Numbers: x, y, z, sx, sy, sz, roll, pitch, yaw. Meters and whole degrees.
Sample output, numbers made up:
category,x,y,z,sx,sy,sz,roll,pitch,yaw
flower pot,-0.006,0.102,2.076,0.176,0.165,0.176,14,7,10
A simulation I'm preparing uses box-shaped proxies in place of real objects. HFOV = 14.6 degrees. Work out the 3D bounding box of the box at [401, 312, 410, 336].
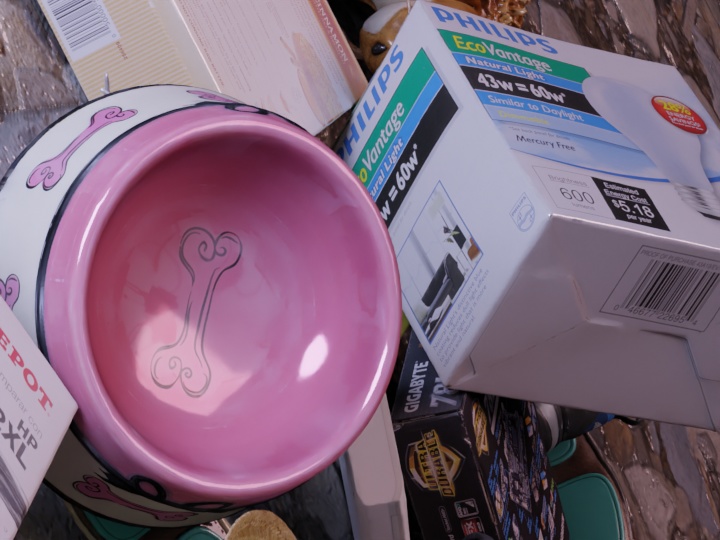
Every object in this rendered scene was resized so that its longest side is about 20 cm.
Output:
category,x,y,z,sx,sy,sz,roll,pitch,yaw
box,0.000,0.000,1.638,0.076,0.050,0.200,64,23,-11

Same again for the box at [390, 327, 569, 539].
category,x,y,z,sx,sy,sz,roll,pitch,yaw
box,0.072,0.120,1.603,0.200,0.049,0.199,-76,151,-62

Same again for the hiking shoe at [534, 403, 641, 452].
category,x,y,z,sx,sy,sz,roll,pitch,yaw
hiking shoe,0.099,0.018,1.762,0.086,0.074,0.201,-15,75,-25

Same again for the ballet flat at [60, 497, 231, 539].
category,x,y,z,sx,sy,sz,roll,pitch,yaw
ballet flat,-0.099,0.116,1.306,0.200,0.069,0.070,60,24,-17

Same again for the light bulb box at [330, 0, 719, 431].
category,x,y,z,sx,sy,sz,roll,pitch,yaw
light bulb box,0.115,-0.030,1.574,0.198,0.125,0.200,11,34,-33

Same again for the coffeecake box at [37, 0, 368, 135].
category,x,y,z,sx,sy,sz,roll,pitch,yaw
coffeecake box,-0.084,-0.130,1.549,0.154,0.073,0.200,63,23,-7

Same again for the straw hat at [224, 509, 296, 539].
category,x,y,z,sx,sy,sz,roll,pitch,yaw
straw hat,-0.073,0.208,1.236,0.201,0.085,0.202,-7,90,-73

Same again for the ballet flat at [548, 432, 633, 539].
category,x,y,z,sx,sy,sz,roll,pitch,yaw
ballet flat,0.132,0.134,1.786,0.068,0.068,0.201,41,31,-67

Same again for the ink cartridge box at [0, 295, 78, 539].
category,x,y,z,sx,sy,sz,roll,pitch,yaw
ink cartridge box,-0.203,0.065,1.091,0.145,0.083,0.200,57,24,-20

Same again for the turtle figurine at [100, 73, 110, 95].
category,x,y,z,sx,sy,sz,roll,pitch,yaw
turtle figurine,-0.107,-0.008,1.362,0.200,0.101,0.150,53,-15,-31

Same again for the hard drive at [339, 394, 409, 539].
category,x,y,z,sx,sy,sz,roll,pitch,yaw
hard drive,0.004,0.100,1.466,0.200,0.026,0.132,83,-4,-63

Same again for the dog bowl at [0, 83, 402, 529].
category,x,y,z,sx,sy,sz,roll,pitch,yaw
dog bowl,-0.069,0.016,1.243,0.199,0.074,0.201,0,90,-32

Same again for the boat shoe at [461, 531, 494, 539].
category,x,y,z,sx,sy,sz,roll,pitch,yaw
boat shoe,0.037,0.220,1.442,0.062,0.075,0.200,47,55,-18

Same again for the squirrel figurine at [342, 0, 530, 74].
category,x,y,z,sx,sy,sz,roll,pitch,yaw
squirrel figurine,0.058,-0.178,1.835,0.200,0.141,0.187,26,51,-53
